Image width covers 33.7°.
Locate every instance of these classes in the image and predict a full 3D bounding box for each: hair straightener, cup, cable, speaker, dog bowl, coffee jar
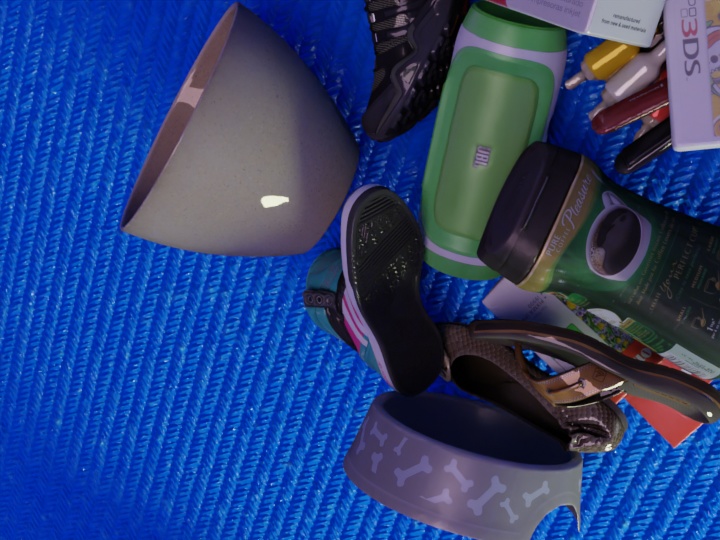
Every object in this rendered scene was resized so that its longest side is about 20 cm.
[{"bbox_3d":[0.266,-0.121,0.834,0.199,0.041,0.077,-30,111,10],"label":"hair straightener"},{"bbox_3d":[-0.086,-0.090,0.955,0.142,0.201,0.201,28,121,-16],"label":"cup"},{"bbox_3d":[0.239,-0.177,0.838,0.097,0.050,0.201,38,119,1],"label":"cable"},{"bbox_3d":[0.099,-0.098,0.912,0.088,0.088,0.202,19,116,17],"label":"speaker"},{"bbox_3d":[0.087,0.151,0.952,0.198,0.200,0.059,18,99,18],"label":"dog bowl"},{"bbox_3d":[0.187,-0.009,0.849,0.198,0.085,0.105,27,84,-1],"label":"coffee jar"}]

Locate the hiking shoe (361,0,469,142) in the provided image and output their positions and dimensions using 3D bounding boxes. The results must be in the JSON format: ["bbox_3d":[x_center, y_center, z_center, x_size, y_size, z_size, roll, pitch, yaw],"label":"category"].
[{"bbox_3d":[0.034,-0.202,0.918,0.100,0.076,0.202,30,110,21],"label":"hiking shoe"}]

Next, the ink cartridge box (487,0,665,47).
[{"bbox_3d":[0.147,-0.268,0.785,0.144,0.083,0.202,30,111,40],"label":"ink cartridge box"}]

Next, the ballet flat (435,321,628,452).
[{"bbox_3d":[0.123,0.098,0.964,0.199,0.046,0.068,26,148,34],"label":"ballet flat"}]

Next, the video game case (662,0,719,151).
[{"bbox_3d":[0.299,-0.179,0.777,0.197,0.023,0.185,-4,90,15],"label":"video game case"}]

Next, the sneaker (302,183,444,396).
[{"bbox_3d":[0.000,0.000,0.968,0.120,0.083,0.202,33,147,44],"label":"sneaker"}]

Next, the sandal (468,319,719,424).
[{"bbox_3d":[0.171,0.082,0.889,0.198,0.082,0.055,21,83,9],"label":"sandal"}]

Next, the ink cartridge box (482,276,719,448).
[{"bbox_3d":[0.206,0.050,0.937,0.200,0.050,0.109,43,120,5],"label":"ink cartridge box"}]
